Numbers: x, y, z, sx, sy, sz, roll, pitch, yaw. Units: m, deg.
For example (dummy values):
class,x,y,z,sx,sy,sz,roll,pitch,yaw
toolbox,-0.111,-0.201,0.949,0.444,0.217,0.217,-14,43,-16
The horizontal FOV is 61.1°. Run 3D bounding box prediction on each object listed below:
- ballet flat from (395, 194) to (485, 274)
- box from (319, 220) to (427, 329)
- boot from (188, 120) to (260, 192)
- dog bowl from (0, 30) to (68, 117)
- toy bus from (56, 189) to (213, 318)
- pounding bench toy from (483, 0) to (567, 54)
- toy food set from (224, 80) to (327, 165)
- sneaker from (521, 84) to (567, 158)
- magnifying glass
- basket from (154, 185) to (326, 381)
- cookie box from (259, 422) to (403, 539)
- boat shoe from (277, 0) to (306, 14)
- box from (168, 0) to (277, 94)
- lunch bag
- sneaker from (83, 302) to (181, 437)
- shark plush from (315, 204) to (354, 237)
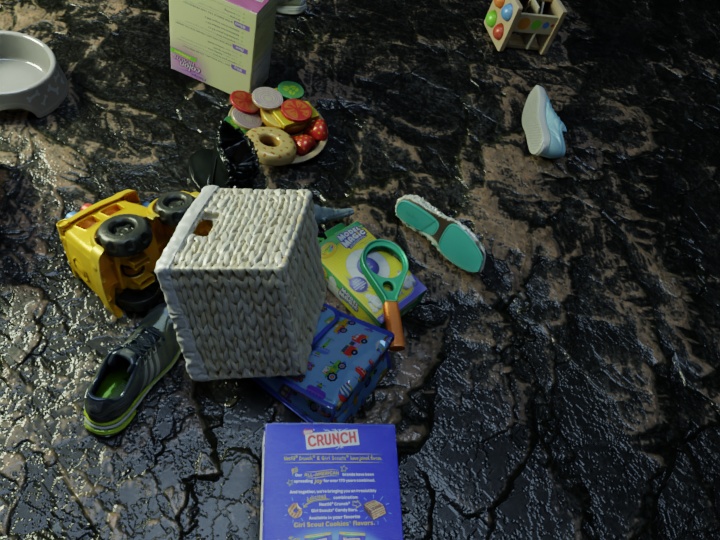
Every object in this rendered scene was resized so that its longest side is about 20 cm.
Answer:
class,x,y,z,sx,sy,sz,roll,pitch,yaw
ballet flat,0.152,-0.075,1.097,0.200,0.072,0.072,41,54,14
box,0.000,0.000,1.007,0.117,0.048,0.200,-34,68,-33
boot,-0.225,-0.172,0.994,0.073,0.163,0.199,-14,59,-26
dog bowl,-0.628,-0.346,1.074,0.199,0.059,0.201,8,53,-11
toy bus,-0.343,-0.055,0.910,0.192,0.136,0.200,29,48,26
pounding bench toy,0.400,-0.673,1.570,0.155,0.124,0.200,-2,55,-17
toy food set,-0.159,-0.281,1.163,0.200,0.049,0.198,-27,67,-30
sneaker,0.414,-0.325,1.358,0.082,0.074,0.201,14,59,-16
magnifying glass,0.044,0.034,0.954,0.079,0.022,0.201,4,55,-15
basket,-0.144,0.017,0.815,0.160,0.200,0.198,1,37,7
cookie box,-0.037,0.294,0.745,0.171,0.075,0.201,4,62,-13
boat shoe,-0.220,-0.634,1.399,0.201,0.065,0.075,-2,55,-17
box,-0.264,-0.460,1.171,0.175,0.200,0.097,23,52,2
lunch bag,-0.075,0.121,0.884,0.200,0.094,0.151,28,52,21
sneaker,-0.295,0.119,0.810,0.074,0.081,0.200,21,51,0
shark plush,-0.094,-0.071,1.025,0.200,0.091,0.083,-6,38,-48
